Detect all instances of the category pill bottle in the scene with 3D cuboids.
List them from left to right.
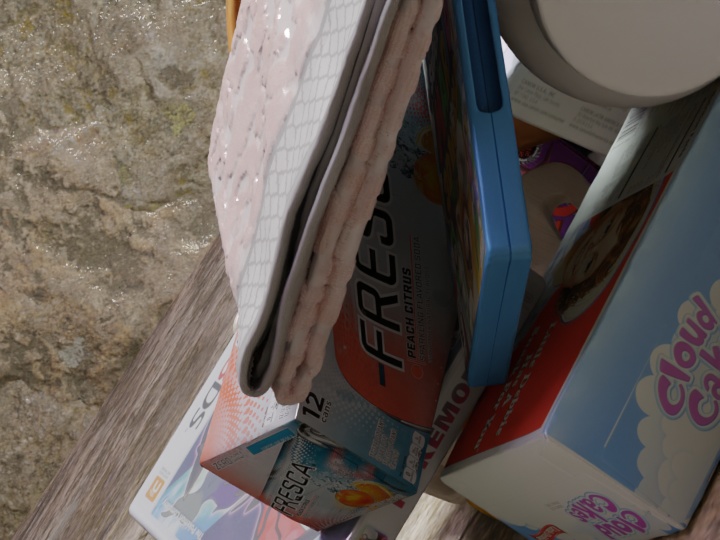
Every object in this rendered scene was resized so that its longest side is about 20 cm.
[{"bbox_3d":[0.098,-0.124,0.909,0.113,0.113,0.200,-55,8,11],"label":"pill bottle"}]

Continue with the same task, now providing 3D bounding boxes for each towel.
[{"bbox_3d":[-0.018,-0.080,0.886,0.191,0.032,0.201,-103,28,-56],"label":"towel"}]

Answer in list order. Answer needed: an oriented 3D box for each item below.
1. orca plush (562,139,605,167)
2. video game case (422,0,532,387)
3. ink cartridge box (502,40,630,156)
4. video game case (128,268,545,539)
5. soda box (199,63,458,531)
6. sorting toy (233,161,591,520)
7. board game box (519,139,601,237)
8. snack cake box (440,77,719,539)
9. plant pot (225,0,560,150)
[{"bbox_3d":[0.102,-0.086,1.350,0.105,0.071,0.200,-59,8,-13],"label":"orca plush"},{"bbox_3d":[0.038,-0.073,0.884,0.143,0.018,0.201,90,174,-70],"label":"video game case"},{"bbox_3d":[0.144,-0.147,1.081,0.047,0.160,0.200,42,105,36],"label":"ink cartridge box"},{"bbox_3d":[-0.017,0.058,1.020,0.183,0.023,0.200,-59,26,-2],"label":"video game case"},{"bbox_3d":[0.000,0.000,0.957,0.068,0.063,0.201,-27,39,46],"label":"soda box"},{"bbox_3d":[0.067,0.013,1.118,0.180,0.107,0.200,-45,23,-16],"label":"sorting toy"},{"bbox_3d":[0.033,-0.003,1.284,0.200,0.120,0.032,-56,-7,10],"label":"board game box"},{"bbox_3d":[0.118,0.007,0.922,0.200,0.067,0.115,-60,11,-20],"label":"snack cake box"},{"bbox_3d":[0.039,-0.134,1.170,0.200,0.139,0.201,7,98,61],"label":"plant pot"}]
